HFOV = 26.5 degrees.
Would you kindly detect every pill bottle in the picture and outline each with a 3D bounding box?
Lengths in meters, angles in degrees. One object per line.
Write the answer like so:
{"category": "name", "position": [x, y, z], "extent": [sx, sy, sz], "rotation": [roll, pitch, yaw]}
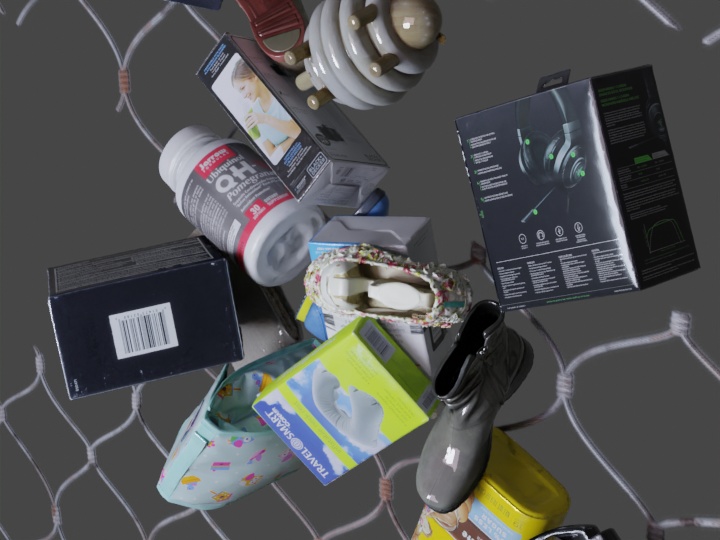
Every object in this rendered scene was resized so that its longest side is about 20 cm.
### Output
{"category": "pill bottle", "position": [-0.140, -0.080, 1.735], "extent": [0.200, 0.110, 0.112], "rotation": [40, 130, 32]}

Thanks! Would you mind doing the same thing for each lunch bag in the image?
{"category": "lunch bag", "position": [-0.131, 0.180, 1.745], "extent": [0.123, 0.199, 0.171], "rotation": [56, 137, 18]}

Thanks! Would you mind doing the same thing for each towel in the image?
{"category": "towel", "position": [-0.147, 0.030, 1.840], "extent": [0.201, 0.034, 0.133], "rotation": [60, 139, 14]}

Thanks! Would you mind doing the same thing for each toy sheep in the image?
{"category": "toy sheep", "position": [0.002, -0.221, 1.511], "extent": [0.199, 0.137, 0.139], "rotation": [-16, 91, 41]}

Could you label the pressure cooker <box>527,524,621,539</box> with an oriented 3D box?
{"category": "pressure cooker", "position": [0.203, 0.348, 1.445], "extent": [0.201, 0.175, 0.179], "rotation": [59, 161, 17]}

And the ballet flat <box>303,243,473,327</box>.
{"category": "ballet flat", "position": [0.015, 0.014, 1.471], "extent": [0.198, 0.064, 0.077], "rotation": [4, 96, 34]}

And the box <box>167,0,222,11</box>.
{"category": "box", "position": [-0.185, -0.419, 1.612], "extent": [0.198, 0.116, 0.201], "rotation": [-106, 31, -44]}

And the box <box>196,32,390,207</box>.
{"category": "box", "position": [-0.072, -0.159, 1.621], "extent": [0.060, 0.116, 0.200], "rotation": [-49, 65, 23]}

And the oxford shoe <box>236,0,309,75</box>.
{"category": "oxford shoe", "position": [-0.098, -0.292, 1.650], "extent": [0.070, 0.075, 0.202], "rotation": [-22, 62, 10]}

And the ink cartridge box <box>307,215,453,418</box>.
{"category": "ink cartridge box", "position": [0.027, 0.048, 1.582], "extent": [0.115, 0.068, 0.202], "rotation": [3, 119, 28]}

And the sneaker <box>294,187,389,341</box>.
{"category": "sneaker", "position": [0.000, 0.000, 1.651], "extent": [0.078, 0.066, 0.201], "rotation": [34, 125, 8]}

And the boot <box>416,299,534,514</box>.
{"category": "boot", "position": [0.092, 0.128, 1.467], "extent": [0.067, 0.131, 0.202], "rotation": [24, 84, 27]}

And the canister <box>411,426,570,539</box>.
{"category": "canister", "position": [0.124, 0.278, 1.578], "extent": [0.148, 0.086, 0.202], "rotation": [41, 128, 32]}

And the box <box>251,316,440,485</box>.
{"category": "box", "position": [-0.022, 0.140, 1.591], "extent": [0.122, 0.048, 0.200], "rotation": [48, 129, -6]}

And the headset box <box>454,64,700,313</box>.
{"category": "headset box", "position": [0.191, -0.078, 1.376], "extent": [0.173, 0.092, 0.202], "rotation": [-13, 93, 50]}

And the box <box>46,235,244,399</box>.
{"category": "box", "position": [-0.246, 0.048, 1.728], "extent": [0.198, 0.198, 0.125], "rotation": [-140, 39, -75]}
